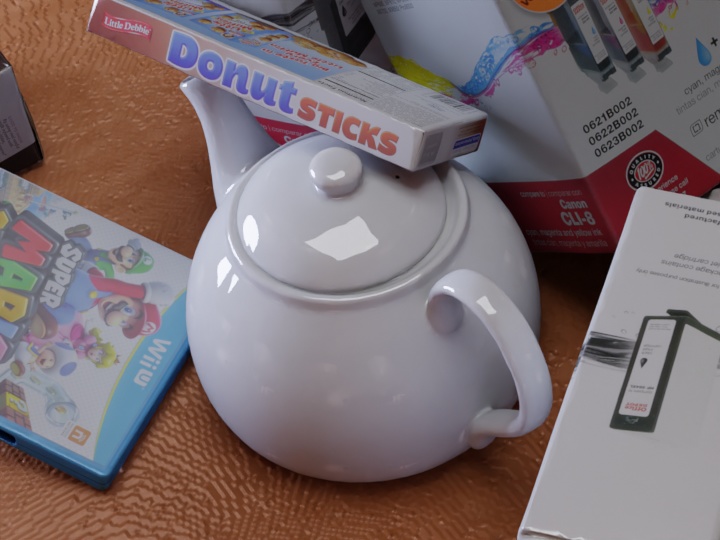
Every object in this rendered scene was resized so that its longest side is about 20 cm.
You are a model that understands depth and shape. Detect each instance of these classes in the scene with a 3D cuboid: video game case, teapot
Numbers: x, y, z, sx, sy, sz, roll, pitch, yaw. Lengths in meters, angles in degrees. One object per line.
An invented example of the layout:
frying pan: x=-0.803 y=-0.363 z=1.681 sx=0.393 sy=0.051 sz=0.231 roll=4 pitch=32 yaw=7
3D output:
video game case: x=-0.189 y=0.016 z=1.024 sx=0.199 sy=0.018 sz=0.143 roll=25 pitch=54 yaw=6
teapot: x=0.000 y=0.000 z=0.964 sx=0.199 sy=0.146 sz=0.198 roll=1 pitch=49 yaw=8

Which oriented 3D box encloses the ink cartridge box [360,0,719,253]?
ink cartridge box: x=0.107 y=-0.132 z=1.001 sx=0.145 sy=0.201 sz=0.144 roll=-34 pitch=16 yaw=-20

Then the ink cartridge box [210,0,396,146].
ink cartridge box: x=-0.029 y=-0.173 z=1.081 sx=0.083 sy=0.201 sz=0.145 roll=16 pitch=52 yaw=31

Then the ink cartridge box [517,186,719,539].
ink cartridge box: x=0.137 y=0.087 z=0.865 sx=0.084 sy=0.146 sz=0.201 roll=12 pitch=52 yaw=16

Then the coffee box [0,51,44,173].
coffee box: x=-0.302 y=-0.079 z=1.122 sx=0.199 sy=0.080 sz=0.113 roll=-28 pitch=50 yaw=-15

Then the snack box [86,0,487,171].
snack box: x=-0.038 y=-0.101 z=0.970 sx=0.199 sy=0.024 sz=0.072 roll=25 pitch=23 yaw=23

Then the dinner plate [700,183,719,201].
dinner plate: x=0.236 y=-0.061 z=0.981 sx=0.199 sy=0.024 sz=0.200 roll=-26 pitch=10 yaw=5
